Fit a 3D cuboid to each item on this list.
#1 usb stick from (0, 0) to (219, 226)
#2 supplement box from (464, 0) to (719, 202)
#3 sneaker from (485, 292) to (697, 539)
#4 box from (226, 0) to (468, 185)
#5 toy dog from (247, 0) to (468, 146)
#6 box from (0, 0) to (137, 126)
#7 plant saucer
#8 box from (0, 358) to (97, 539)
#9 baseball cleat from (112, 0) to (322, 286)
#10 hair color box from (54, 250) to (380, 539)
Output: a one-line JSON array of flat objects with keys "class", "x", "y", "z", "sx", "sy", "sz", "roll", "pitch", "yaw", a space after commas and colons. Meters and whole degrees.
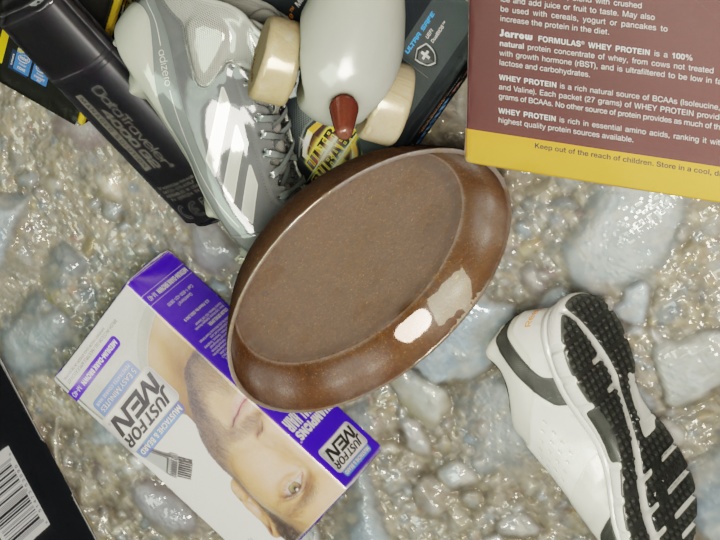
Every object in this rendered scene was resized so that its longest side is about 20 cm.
[{"class": "usb stick", "x": -0.147, "y": -0.103, "z": 1.203, "sx": 0.055, "sy": 0.033, "sz": 0.200, "roll": -18, "pitch": 128, "yaw": 34}, {"class": "supplement box", "x": 0.170, "y": -0.157, "z": 1.001, "sx": 0.197, "sy": 0.133, "sz": 0.200, "roll": 10, "pitch": 118, "yaw": 22}, {"class": "sneaker", "x": 0.144, "y": 0.108, "z": 1.188, "sx": 0.080, "sy": 0.074, "sz": 0.200, "roll": -12, "pitch": 103, "yaw": 46}, {"class": "box", "x": -0.015, "y": -0.144, "z": 1.152, "sx": 0.159, "sy": 0.046, "sz": 0.200, "roll": 40, "pitch": 125, "yaw": 5}, {"class": "toy dog", "x": 0.004, "y": -0.150, "z": 1.041, "sx": 0.132, "sy": 0.096, "sz": 0.200, "roll": -5, "pitch": 119, "yaw": -7}, {"class": "box", "x": -0.229, "y": -0.209, "z": 1.228, "sx": 0.200, "sy": 0.049, "sz": 0.160, "roll": 30, "pitch": 125, "yaw": 11}, {"class": "plant saucer", "x": 0.000, "y": 0.000, "z": 1.142, "sx": 0.034, "sy": 0.200, "sz": 0.200, "roll": 49, "pitch": 131, "yaw": 35}, {"class": "box", "x": -0.324, "y": 0.193, "z": 1.422, "sx": 0.196, "sy": 0.124, "sz": 0.200, "roll": -18, "pitch": 104, "yaw": 34}, {"class": "baseball cleat", "x": -0.063, "y": -0.086, "z": 1.135, "sx": 0.106, "sy": 0.070, "sz": 0.200, "roll": -33, "pitch": 100, "yaw": 29}, {"class": "hair color box", "x": -0.098, "y": 0.097, "z": 1.298, "sx": 0.200, "sy": 0.065, "sz": 0.109, "roll": 42, "pitch": 124, "yaw": 2}]
